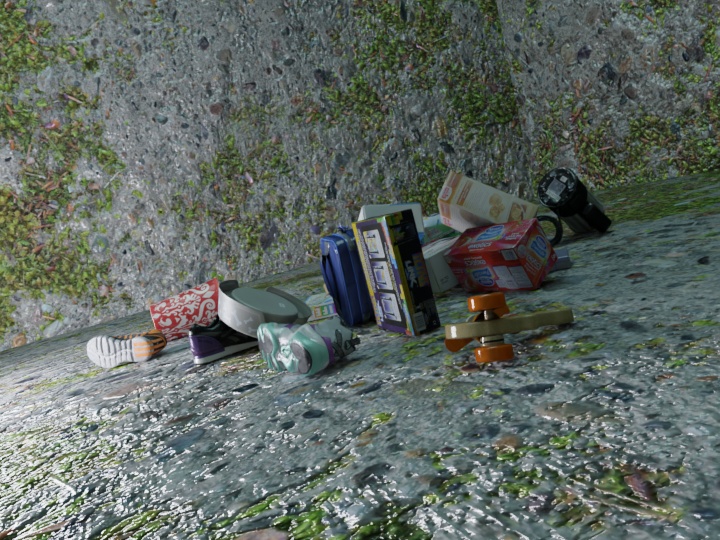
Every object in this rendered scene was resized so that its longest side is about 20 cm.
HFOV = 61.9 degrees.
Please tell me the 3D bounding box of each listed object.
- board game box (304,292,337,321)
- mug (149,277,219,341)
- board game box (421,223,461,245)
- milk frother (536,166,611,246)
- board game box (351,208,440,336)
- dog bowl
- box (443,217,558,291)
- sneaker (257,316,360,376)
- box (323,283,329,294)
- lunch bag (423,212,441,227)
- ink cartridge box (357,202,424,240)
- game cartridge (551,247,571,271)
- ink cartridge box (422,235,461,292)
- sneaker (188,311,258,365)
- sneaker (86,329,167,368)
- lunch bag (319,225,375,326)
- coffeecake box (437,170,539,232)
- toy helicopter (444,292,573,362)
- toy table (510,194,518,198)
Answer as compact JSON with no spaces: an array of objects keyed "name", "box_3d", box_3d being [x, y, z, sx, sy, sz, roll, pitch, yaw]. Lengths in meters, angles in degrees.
[{"name":"board game box","box_3d":[-0.073,0.080,1.479,0.131,0.035,0.200,-14,5,4]},{"name":"mug","box_3d":[-0.470,0.132,1.685,0.196,0.180,0.134,-19,43,-15]},{"name":"board game box","box_3d":[0.188,-0.045,1.530,0.029,0.138,0.198,-7,0,-42]},{"name":"milk frother","box_3d":[0.564,-0.144,1.661,0.186,0.183,0.199,26,-57,-40]},{"name":"board game box","box_3d":[0.058,0.003,1.044,0.056,0.205,0.165,-17,7,-18]},{"name":"dog bowl","box_3d":[-0.200,0.083,1.226,0.196,0.060,0.200,19,11,-4]},{"name":"box","box_3d":[0.274,-0.027,1.191,0.095,0.101,0.198,-45,20,-27]},{"name":"sneaker","box_3d":[-0.075,0.115,0.980,0.138,0.080,0.198,-16,15,-35]},{"name":"box","box_3d":[0.000,0.000,1.456,0.119,0.033,0.200,-17,-10,-31]},{"name":"lunch bag","box_3d":[0.234,-0.097,1.642,0.197,0.130,0.168,21,-17,-34]},{"name":"ink cartridge box","box_3d":[0.063,-0.083,1.470,0.141,0.086,0.200,-5,-18,-10]},{"name":"game cartridge","box_3d":[0.359,-0.011,1.322,0.196,0.039,0.129,-12,2,19]},{"name":"ink cartridge box","box_3d":[0.175,-0.013,1.374,0.146,0.087,0.199,-27,6,-23]},{"name":"sneaker","box_3d":[-0.257,0.122,1.242,0.197,0.090,0.075,-18,7,-34]},{"name":"sneaker","box_3d":[-0.568,0.191,1.485,0.195,0.080,0.112,-1,5,16]},{"name":"lunch bag","box_3d":[-0.011,0.004,1.221,0.130,0.205,0.135,-18,12,-18]},{"name":"coffeecake box","box_3d":[0.271,-0.119,1.291,0.197,0.074,0.154,25,-9,17]},{"name":"toy helicopter","box_3d":[0.198,0.073,0.798,0.196,0.081,0.132,-5,-8,-27]},{"name":"toy table","box_3d":[0.343,-0.098,1.546,0.197,0.189,0.116,12,-15,-37]}]
